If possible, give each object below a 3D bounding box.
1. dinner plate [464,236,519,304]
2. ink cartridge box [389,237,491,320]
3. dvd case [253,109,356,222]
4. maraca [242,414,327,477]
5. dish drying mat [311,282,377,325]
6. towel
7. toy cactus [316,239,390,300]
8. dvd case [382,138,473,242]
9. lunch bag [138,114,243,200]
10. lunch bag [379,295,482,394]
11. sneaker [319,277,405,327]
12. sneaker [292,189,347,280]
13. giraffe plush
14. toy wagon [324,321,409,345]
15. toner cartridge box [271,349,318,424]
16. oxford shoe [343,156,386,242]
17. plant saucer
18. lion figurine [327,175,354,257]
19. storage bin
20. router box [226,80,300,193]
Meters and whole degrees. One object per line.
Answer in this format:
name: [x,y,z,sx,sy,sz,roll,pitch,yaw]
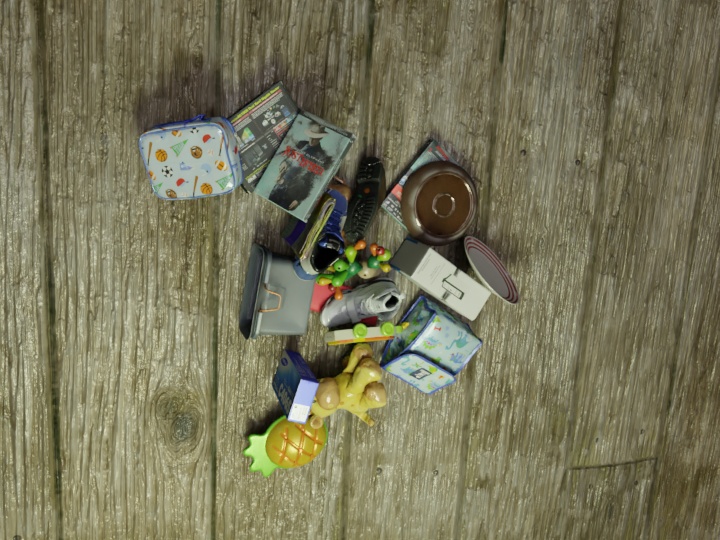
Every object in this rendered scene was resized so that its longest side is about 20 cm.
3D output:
dinner plate: [0.309,0.003,1.536,0.200,0.201,0.024,39,117,-21]
ink cartridge box: [0.186,0.020,1.509,0.200,0.146,0.085,34,89,-22]
dvd case: [-0.116,-0.216,1.310,0.201,0.146,0.022,-58,154,-1]
maraca: [-0.171,0.401,1.491,0.199,0.107,0.138,-21,104,-13]
dish drying mat: [-0.045,0.072,1.514,0.199,0.018,0.077,15,95,-21]
towel: [-0.114,-0.108,1.348,0.023,0.200,0.144,25,99,-24]
toy cactus: [0.000,0.000,1.447,0.200,0.165,0.103,-33,71,25]
dvd case: [0.156,-0.188,1.516,0.146,0.022,0.200,40,88,-21]
lunch bag: [-0.333,-0.228,1.284,0.199,0.076,0.161,-5,112,11]
lunch bag: [0.165,0.193,1.556,0.170,0.128,0.200,32,103,-25]
sneaker: [0.007,0.080,1.461,0.199,0.115,0.075,-24,107,-13]
sneaker: [-0.063,-0.072,1.338,0.080,0.115,0.200,27,75,-25]
giraffe plush: [-0.051,0.277,1.480,0.161,0.173,0.201,-5,135,-22]
toy wagon: [0.022,0.144,1.474,0.199,0.155,0.040,-1,82,-24]
toner cartridge box: [-0.147,0.252,1.419,0.043,0.200,0.095,18,95,-20]
oxford shoe: [0.021,-0.146,1.438,0.084,0.072,0.201,47,58,-59]
plant saucer: [0.191,-0.154,1.499,0.199,0.032,0.201,-4,102,-19]
lion figurine: [-0.055,-0.135,1.441,0.122,0.072,0.201,11,93,-27]
storage bin: [-0.175,0.053,1.402,0.134,0.145,0.201,7,99,-23]
router box: [-0.208,-0.282,1.363,0.200,0.062,0.150,-38,111,-7]
